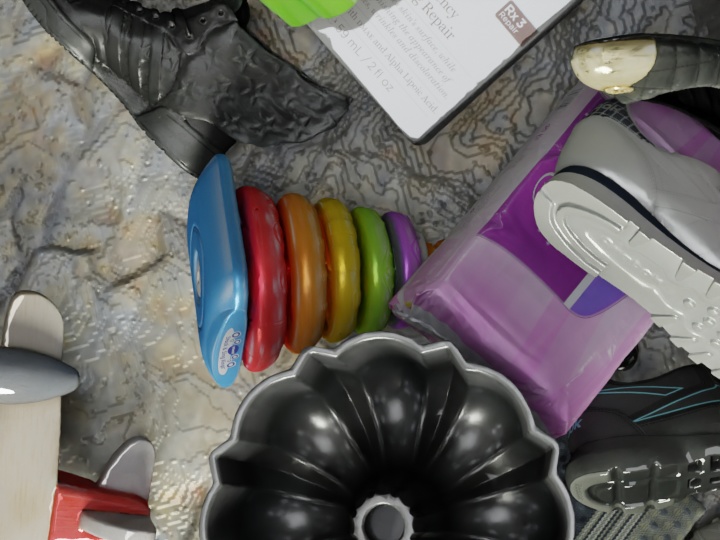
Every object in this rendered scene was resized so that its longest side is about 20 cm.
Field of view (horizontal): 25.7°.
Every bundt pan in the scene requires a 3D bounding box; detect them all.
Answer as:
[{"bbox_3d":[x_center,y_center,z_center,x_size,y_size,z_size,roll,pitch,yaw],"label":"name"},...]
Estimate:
[{"bbox_3d":[0.017,0.136,0.852,0.199,0.076,0.204,-1,84,9],"label":"bundt pan"}]

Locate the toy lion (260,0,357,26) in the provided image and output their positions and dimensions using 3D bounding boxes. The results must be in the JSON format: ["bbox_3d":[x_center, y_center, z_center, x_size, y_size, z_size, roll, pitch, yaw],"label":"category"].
[{"bbox_3d":[0.015,-0.235,0.900,0.069,0.191,0.202,38,59,-35],"label":"toy lion"}]

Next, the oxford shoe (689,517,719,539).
[{"bbox_3d":[0.243,0.169,0.950,0.199,0.058,0.075,-25,123,19],"label":"oxford shoe"}]

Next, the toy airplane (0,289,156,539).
[{"bbox_3d":[-0.218,0.144,0.943,0.198,0.141,0.201,-34,90,6],"label":"toy airplane"}]

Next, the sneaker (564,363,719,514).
[{"bbox_3d":[0.215,0.088,0.900,0.198,0.076,0.080,-2,53,6],"label":"sneaker"}]

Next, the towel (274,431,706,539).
[{"bbox_3d":[0.074,0.152,0.928,0.192,0.035,0.200,40,70,11],"label":"towel"}]

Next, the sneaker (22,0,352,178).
[{"bbox_3d":[-0.107,-0.137,0.957,0.104,0.060,0.200,-43,95,8],"label":"sneaker"}]

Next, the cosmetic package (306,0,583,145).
[{"bbox_3d":[0.076,-0.176,0.930,0.200,0.074,0.102,-43,89,7],"label":"cosmetic package"}]

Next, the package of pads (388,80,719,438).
[{"bbox_3d":[0.122,-0.014,0.903,0.120,0.076,0.200,42,74,-4],"label":"package of pads"}]

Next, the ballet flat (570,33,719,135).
[{"bbox_3d":[0.189,-0.088,0.843,0.199,0.066,0.057,11,87,-37],"label":"ballet flat"}]

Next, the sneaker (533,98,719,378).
[{"bbox_3d":[0.188,-0.009,0.846,0.200,0.076,0.081,41,57,-10],"label":"sneaker"}]

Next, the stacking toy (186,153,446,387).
[{"bbox_3d":[0.000,0.000,0.942,0.198,0.117,0.111,-3,55,-14],"label":"stacking toy"}]

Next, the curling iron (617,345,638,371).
[{"bbox_3d":[0.211,0.022,0.957,0.198,0.026,0.050,-19,113,1],"label":"curling iron"}]
